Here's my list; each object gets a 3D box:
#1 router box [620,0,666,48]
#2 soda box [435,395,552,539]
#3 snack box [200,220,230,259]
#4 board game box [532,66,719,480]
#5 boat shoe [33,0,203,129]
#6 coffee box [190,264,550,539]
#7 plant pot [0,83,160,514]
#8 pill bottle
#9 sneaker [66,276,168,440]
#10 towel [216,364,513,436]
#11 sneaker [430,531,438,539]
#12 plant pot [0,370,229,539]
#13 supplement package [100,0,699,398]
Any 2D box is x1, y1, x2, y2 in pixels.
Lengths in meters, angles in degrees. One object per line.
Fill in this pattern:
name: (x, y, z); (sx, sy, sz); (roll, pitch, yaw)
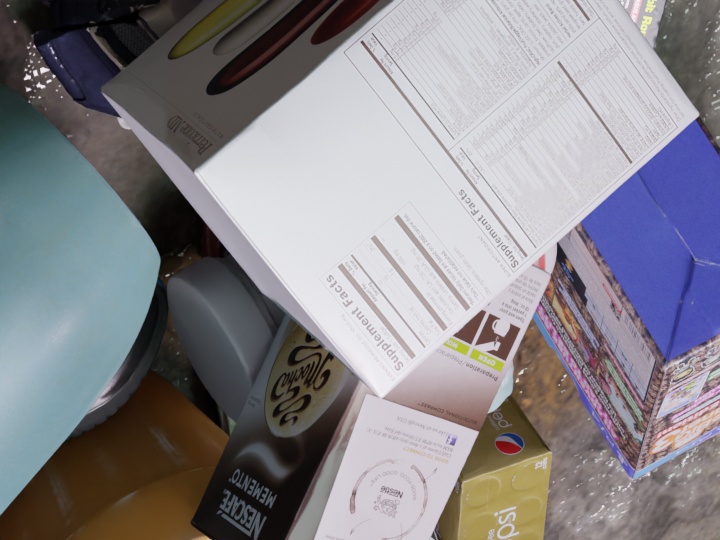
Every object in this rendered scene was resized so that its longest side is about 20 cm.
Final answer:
router box: (0.097, -0.212, 1.479); (0.149, 0.062, 0.201); (9, 113, -10)
soda box: (0.077, 0.176, 1.898); (0.067, 0.064, 0.201); (-17, 136, -19)
snack box: (-0.049, -0.081, 1.598); (0.072, 0.024, 0.201); (-17, 136, -24)
board game box: (0.168, 0.005, 1.681); (0.096, 0.160, 0.200); (-27, 161, -11)
boat shoe: (-0.086, -0.097, 1.510); (0.092, 0.075, 0.200); (-14, 139, 29)
coffee box: (0.003, 0.068, 1.486); (0.080, 0.113, 0.201); (25, 89, -27)
plant pot: (-0.199, 0.004, 1.452); (0.161, 0.200, 0.201); (-43, 140, -9)
pill bottle: (0.000, 0.000, 1.600); (0.199, 0.116, 0.116); (-29, 140, -19)
sneaker: (-0.195, 0.061, 1.594); (0.200, 0.073, 0.082); (-38, 138, 1)
towel: (0.000, 0.046, 1.736); (0.199, 0.048, 0.172); (-23, 138, -16)
sneaker: (0.019, 0.184, 1.778); (0.074, 0.089, 0.200); (-25, 134, 11)
plant pot: (-0.124, 0.158, 1.650); (0.199, 0.184, 0.201); (-19, 137, -19)
supplement package: (0.013, -0.080, 1.366); (0.200, 0.191, 0.147); (-41, 113, -5)
